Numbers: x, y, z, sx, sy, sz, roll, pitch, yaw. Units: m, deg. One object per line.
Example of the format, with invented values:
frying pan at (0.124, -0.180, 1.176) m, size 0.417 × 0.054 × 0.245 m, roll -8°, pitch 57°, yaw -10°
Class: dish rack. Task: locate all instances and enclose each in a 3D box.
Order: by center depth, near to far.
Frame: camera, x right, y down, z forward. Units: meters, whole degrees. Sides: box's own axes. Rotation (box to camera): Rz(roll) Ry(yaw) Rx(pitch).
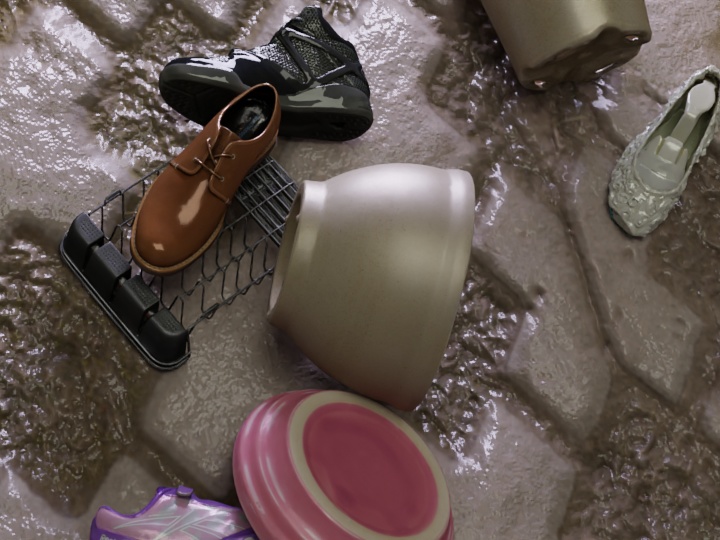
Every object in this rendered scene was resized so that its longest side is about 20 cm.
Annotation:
dish rack at (-0.140, -0.029, 1.318) m, size 0.199 × 0.055 × 0.154 m, roll -36°, pitch 78°, yaw -28°

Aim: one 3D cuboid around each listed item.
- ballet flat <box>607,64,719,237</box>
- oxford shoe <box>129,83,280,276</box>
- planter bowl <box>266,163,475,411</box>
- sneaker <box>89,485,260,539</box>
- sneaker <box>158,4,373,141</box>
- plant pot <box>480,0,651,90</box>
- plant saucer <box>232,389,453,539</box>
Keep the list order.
ballet flat at (0.296, -0.123, 1.462) m, size 0.071 × 0.072 × 0.201 m, roll 32°, pitch 62°, yaw 4°
oxford shoe at (-0.129, -0.083, 1.279) m, size 0.071 × 0.071 × 0.201 m, roll 30°, pitch 60°, yaw 0°
planter bowl at (0.000, 0.000, 1.247) m, size 0.133 × 0.201 × 0.202 m, roll 15°, pitch 61°, yaw -9°
sneaker at (-0.125, 0.205, 1.192) m, size 0.198 × 0.081 × 0.089 m, roll -9°, pitch 58°, yaw -17°
sneaker at (-0.088, -0.185, 1.398) m, size 0.197 × 0.076 × 0.116 m, roll 3°, pitch 61°, yaw -15°
plant pot at (0.188, -0.282, 1.459) m, size 0.198 × 0.200 × 0.186 m, roll -14°, pitch 78°, yaw -19°
plant saucer at (-0.004, 0.169, 1.201) m, size 0.199 × 0.051 × 0.202 m, roll 26°, pitch 36°, yaw -20°
